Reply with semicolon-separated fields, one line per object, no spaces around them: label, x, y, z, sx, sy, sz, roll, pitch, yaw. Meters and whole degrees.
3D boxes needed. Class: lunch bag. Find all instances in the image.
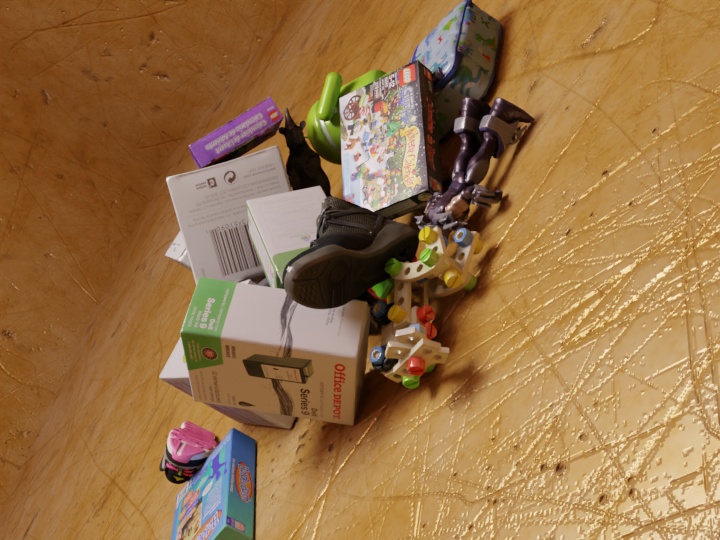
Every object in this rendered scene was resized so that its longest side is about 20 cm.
lunch bag;0.123;-0.284;1.351;0.161;0.082;0.201;-41;25;44

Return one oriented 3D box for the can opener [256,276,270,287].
can opener;-0.129;0.032;1.194;0.200;0.067;0.053;-40;51;-13

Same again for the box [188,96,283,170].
box;-0.188;-0.196;1.398;0.136;0.039;0.200;-33;6;-6

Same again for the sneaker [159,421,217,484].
sneaker;-0.265;0.288;1.417;0.200;0.073;0.088;162;130;-84

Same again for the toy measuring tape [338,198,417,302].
toy measuring tape;0.025;-0.020;1.167;0.074;0.073;0.200;-51;42;19

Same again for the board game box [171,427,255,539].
board game box;-0.202;0.333;1.263;0.152;0.045;0.200;-50;21;20

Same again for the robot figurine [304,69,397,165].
robot figurine;0.000;-0.241;1.478;0.199;0.175;0.116;-24;68;27

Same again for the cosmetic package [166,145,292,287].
cosmetic package;-0.175;-0.073;1.360;0.164;0.166;0.200;-16;3;-6

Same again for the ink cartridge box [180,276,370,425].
ink cartridge box;-0.094;0.095;1.074;0.146;0.199;0.084;92;-172;-50

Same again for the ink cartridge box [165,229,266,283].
ink cartridge box;-0.211;-0.005;1.548;0.083;0.200;0.146;-60;20;-7

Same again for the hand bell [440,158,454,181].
hand bell;0.072;-0.145;1.297;0.200;0.104;0.104;19;77;56

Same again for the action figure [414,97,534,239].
action figure;0.128;-0.108;1.109;0.130;0.069;0.201;10;73;61

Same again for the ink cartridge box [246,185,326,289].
ink cartridge box;-0.068;-0.021;1.162;0.200;0.103;0.060;-119;23;-47

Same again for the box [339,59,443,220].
box;0.037;-0.165;1.241;0.136;0.038;0.201;-21;60;33

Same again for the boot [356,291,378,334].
boot;-0.001;-0.001;1.243;0.154;0.073;0.203;-58;21;-8

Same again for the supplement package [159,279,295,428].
supplement package;-0.165;0.121;1.329;0.200;0.150;0.152;-13;48;62

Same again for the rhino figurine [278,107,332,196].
rhino figurine;-0.087;-0.157;1.446;0.059;0.201;0.088;-16;20;7

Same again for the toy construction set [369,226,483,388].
toy construction set;0.067;0.048;0.997;0.131;0.092;0.200;-31;27;36

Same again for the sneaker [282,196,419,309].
sneaker;-0.034;-0.022;1.049;0.199;0.114;0.077;-27;-45;-44
